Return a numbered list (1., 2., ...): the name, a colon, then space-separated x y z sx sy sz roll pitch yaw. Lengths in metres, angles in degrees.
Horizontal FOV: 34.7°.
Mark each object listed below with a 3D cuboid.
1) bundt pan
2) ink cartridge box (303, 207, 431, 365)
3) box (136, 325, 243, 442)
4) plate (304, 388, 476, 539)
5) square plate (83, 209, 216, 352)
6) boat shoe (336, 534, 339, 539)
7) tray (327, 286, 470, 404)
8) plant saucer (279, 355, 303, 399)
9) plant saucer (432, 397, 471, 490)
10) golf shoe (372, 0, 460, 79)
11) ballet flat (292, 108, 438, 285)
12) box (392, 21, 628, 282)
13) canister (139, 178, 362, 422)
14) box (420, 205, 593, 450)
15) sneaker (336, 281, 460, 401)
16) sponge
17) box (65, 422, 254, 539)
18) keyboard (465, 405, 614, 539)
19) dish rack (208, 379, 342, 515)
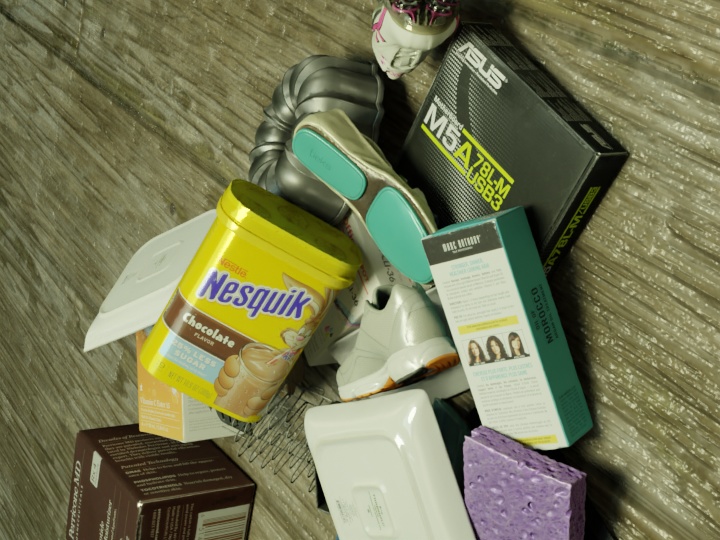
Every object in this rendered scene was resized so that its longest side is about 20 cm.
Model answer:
1. bundt pan: -0.057 -0.135 1.195 0.202 0.075 0.203 -47 33 44
2. ink cartridge box: 0.000 0.000 1.191 0.200 0.067 0.117 -47 56 44
3. box: -0.216 0.107 1.467 0.124 0.097 0.202 -1 91 53
4. plate: 0.023 0.218 1.074 0.199 0.032 0.201 -18 92 54
5. square plate: -0.235 -0.001 1.392 0.197 0.201 0.029 -22 119 31
6. boat shoe: 0.018 0.235 1.190 0.084 0.068 0.201 -131 46 -53
7. tray: 0.058 0.079 1.126 0.108 0.022 0.200 49 140 -8
8. plant saucer: -0.102 0.046 1.304 0.200 0.029 0.202 163 90 -79
9. plant saucer: 0.076 0.229 1.131 0.070 0.019 0.202 -134 48 -63
10. golf shoe: 0.049 -0.219 1.068 0.200 0.072 0.093 -98 14 -71
11. ballet flat: 0.021 -0.074 1.069 0.200 0.069 0.070 49 133 10
12. box: 0.120 -0.087 1.035 0.200 0.047 0.194 53 134 32
13. canister: -0.110 0.034 1.128 0.201 0.148 0.087 -58 14 18
14. box: 0.126 0.053 0.986 0.082 0.049 0.201 -14 97 41
15. sneaker: 0.026 0.064 1.079 0.200 0.075 0.093 -34 71 61
16. sponge: 0.140 0.242 0.994 0.111 0.030 0.202 19 122 40
17. box: -0.262 0.312 1.488 0.200 0.163 0.167 30 116 49
18. keyboard: 0.147 0.201 1.031 0.104 0.039 0.201 -58 48 37
19. dish rack: -0.095 0.169 1.255 0.199 0.055 0.154 22 138 22
